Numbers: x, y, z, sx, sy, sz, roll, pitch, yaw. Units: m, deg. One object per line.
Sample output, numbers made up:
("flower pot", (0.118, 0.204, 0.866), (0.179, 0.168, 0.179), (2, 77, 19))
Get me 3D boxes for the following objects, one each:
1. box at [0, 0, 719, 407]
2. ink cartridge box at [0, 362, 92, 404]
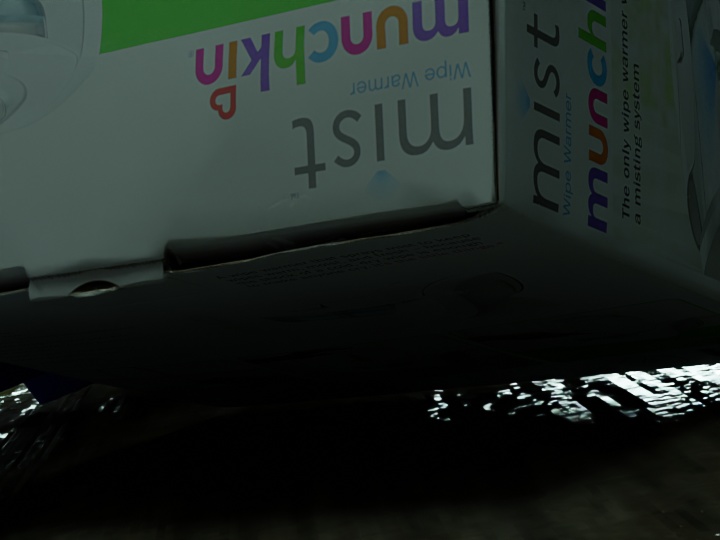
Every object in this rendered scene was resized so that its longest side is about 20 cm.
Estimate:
("box", (-0.009, -0.026, 0.530), (0.200, 0.097, 0.176), (-7, -15, 34))
("ink cartridge box", (-0.132, -0.026, 0.678), (0.136, 0.076, 0.200), (-22, -35, 14))
